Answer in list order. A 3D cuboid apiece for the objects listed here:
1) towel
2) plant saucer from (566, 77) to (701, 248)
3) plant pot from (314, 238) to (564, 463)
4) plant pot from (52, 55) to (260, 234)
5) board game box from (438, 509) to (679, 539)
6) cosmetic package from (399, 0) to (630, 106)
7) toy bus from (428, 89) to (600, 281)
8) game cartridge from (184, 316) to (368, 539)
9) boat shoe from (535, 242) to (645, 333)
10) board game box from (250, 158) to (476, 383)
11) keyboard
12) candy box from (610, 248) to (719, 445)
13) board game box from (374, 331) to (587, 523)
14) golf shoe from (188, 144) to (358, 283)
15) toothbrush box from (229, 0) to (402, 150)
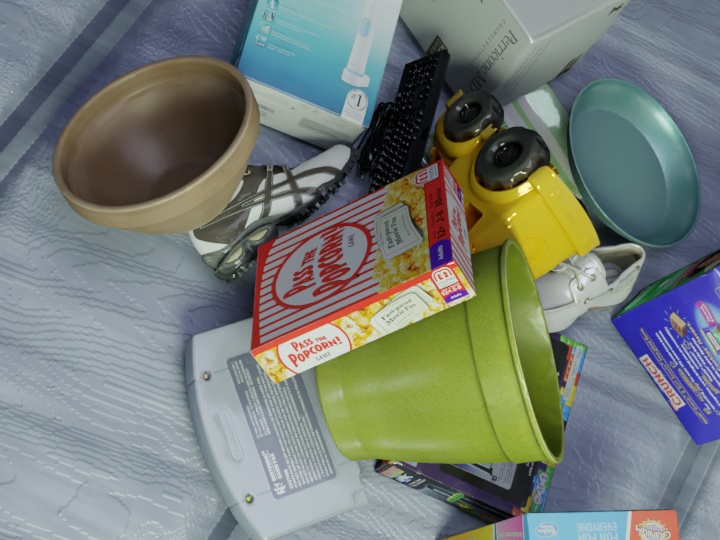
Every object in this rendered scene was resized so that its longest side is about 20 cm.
[{"bbox_3d":[0.162,-0.115,1.503,0.199,0.023,0.153,-34,87,-27],"label":"towel"},{"bbox_3d":[0.292,-0.113,1.528,0.199,0.036,0.202,17,60,-31],"label":"plant saucer"},{"bbox_3d":[0.066,0.090,1.257,0.191,0.200,0.202,-13,75,16],"label":"plant pot"},{"bbox_3d":[-0.178,-0.100,1.300,0.199,0.093,0.202,-12,46,12],"label":"plant pot"},{"bbox_3d":[0.177,0.256,1.290,0.152,0.200,0.041,3,72,-20],"label":"board game box"},{"bbox_3d":[0.152,-0.305,1.473,0.164,0.165,0.201,-29,79,-27],"label":"cosmetic package"},{"bbox_3d":[0.107,-0.055,1.374,0.192,0.200,0.136,-41,132,3],"label":"toy bus"},{"bbox_3d":[-0.085,0.143,1.290,0.132,0.041,0.201,-15,79,-29],"label":"game cartridge"},{"bbox_3d":[0.221,0.007,1.432,0.199,0.070,0.071,-19,59,-43],"label":"boat shoe"},{"bbox_3d":[0.000,0.000,1.233,0.046,0.199,0.152,54,20,-33],"label":"board game box"},{"bbox_3d":[0.028,-0.131,1.408,0.039,0.104,0.201,28,66,-26],"label":"keyboard"},{"bbox_3d":[0.373,0.075,1.427,0.077,0.200,0.170,-35,89,-28],"label":"candy box"},{"bbox_3d":[0.122,0.137,1.388,0.164,0.057,0.201,25,65,-10],"label":"board game box"},{"bbox_3d":[-0.087,-0.080,1.363,0.200,0.078,0.095,-41,91,-28],"label":"golf shoe"},{"bbox_3d":[-0.046,-0.241,1.425,0.145,0.085,0.202,20,68,-14],"label":"toothbrush box"}]
